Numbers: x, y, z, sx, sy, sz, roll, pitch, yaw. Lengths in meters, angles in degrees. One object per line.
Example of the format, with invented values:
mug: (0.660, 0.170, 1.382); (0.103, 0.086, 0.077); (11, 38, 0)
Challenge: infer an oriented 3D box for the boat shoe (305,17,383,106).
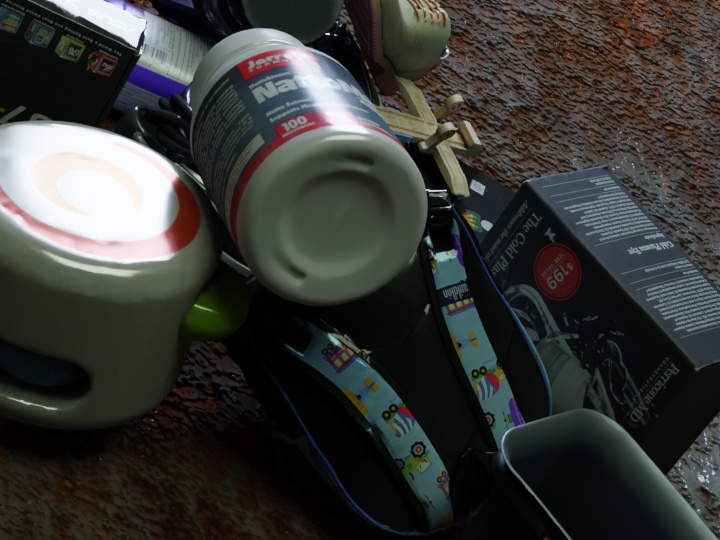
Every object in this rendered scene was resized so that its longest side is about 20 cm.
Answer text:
boat shoe: (-0.033, -0.180, 1.886); (0.070, 0.066, 0.200); (-8, 38, -17)

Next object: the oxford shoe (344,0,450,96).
oxford shoe: (0.030, -0.201, 1.858); (0.200, 0.074, 0.071); (64, 3, -77)

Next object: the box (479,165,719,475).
box: (0.149, 0.063, 1.643); (0.104, 0.200, 0.182); (-13, 54, -50)

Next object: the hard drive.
hard drive: (0.066, -0.038, 1.849); (0.200, 0.038, 0.140); (30, 33, -7)

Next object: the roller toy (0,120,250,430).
roller toy: (-0.189, 0.005, 1.484); (0.182, 0.140, 0.200); (-7, 41, -39)

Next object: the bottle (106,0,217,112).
bottle: (-0.122, -0.137, 1.788); (0.200, 0.065, 0.084); (22, 37, -17)

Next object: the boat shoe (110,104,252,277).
boat shoe: (-0.094, -0.050, 1.706); (0.200, 0.060, 0.076); (27, 32, -12)

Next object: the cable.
cable: (-0.067, -0.075, 1.666); (0.163, 0.051, 0.200); (48, 25, 13)

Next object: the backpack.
backpack: (0.022, 0.068, 1.566); (0.182, 0.135, 0.200); (-34, 100, -18)

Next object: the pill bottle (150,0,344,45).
pill bottle: (-0.089, -0.227, 1.818); (0.112, 0.112, 0.200); (15, 6, -27)

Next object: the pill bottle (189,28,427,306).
pill bottle: (-0.043, -0.074, 1.490); (0.119, 0.120, 0.200); (15, 22, -26)

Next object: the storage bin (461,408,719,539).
storage bin: (0.141, 0.213, 1.506); (0.145, 0.134, 0.200); (-12, 53, -48)

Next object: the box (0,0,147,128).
box: (-0.266, -0.140, 1.582); (0.200, 0.161, 0.049); (25, 35, -15)

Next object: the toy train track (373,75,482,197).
toy train track: (0.041, -0.118, 1.822); (0.200, 0.033, 0.115); (9, 49, -54)
